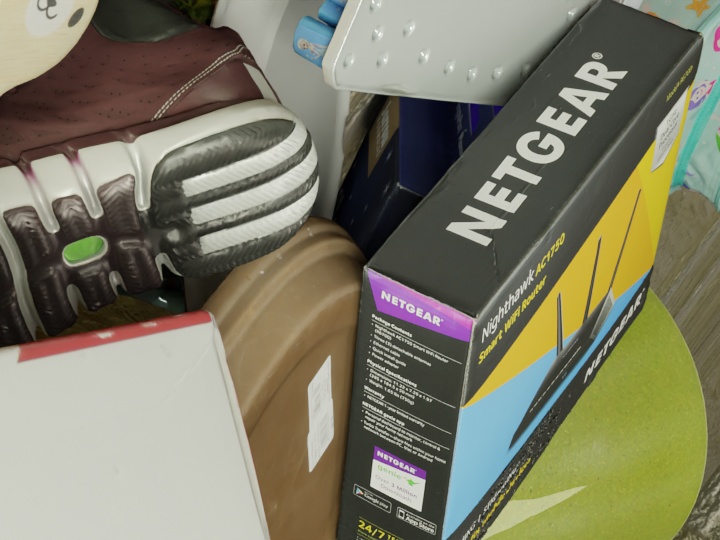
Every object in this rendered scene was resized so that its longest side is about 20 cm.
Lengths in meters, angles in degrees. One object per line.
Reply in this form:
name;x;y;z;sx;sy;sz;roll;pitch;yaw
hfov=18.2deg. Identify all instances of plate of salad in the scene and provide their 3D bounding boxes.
plate of salad;-0.045;-0.052;0.893;0.200;0.048;0.202;9;90;-77

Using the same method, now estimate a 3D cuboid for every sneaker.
sneaker;-0.120;-0.035;0.752;0.198;0.116;0.076;-14;133;-8

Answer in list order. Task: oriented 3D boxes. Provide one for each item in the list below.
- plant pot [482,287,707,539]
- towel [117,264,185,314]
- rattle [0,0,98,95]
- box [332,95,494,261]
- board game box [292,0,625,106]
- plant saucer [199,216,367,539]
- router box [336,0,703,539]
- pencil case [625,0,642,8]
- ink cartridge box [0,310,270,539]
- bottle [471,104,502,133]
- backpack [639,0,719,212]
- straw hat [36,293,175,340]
plant pot;0.040;0.091;1.108;0.199;0.187;0.188;-18;142;-49
towel;-0.096;0.062;1.024;0.172;0.048;0.200;-59;161;16
rattle;-0.088;-0.072;0.656;0.199;0.142;0.131;-20;120;-47
box;0.000;0.000;0.949;0.121;0.032;0.201;-88;-156;-65
board game box;0.068;-0.159;0.834;0.199;0.026;0.201;-2;118;-59
plant saucer;-0.039;0.079;0.800;0.201;0.029;0.201;-54;157;-36
router box;0.062;0.008;0.876;0.200;0.051;0.150;-49;155;-42
pencil case;0.068;-0.146;0.992;0.090;0.084;0.200;-34;169;17
ink cartridge box;-0.147;0.081;0.665;0.199;0.084;0.146;-19;175;43
bottle;0.066;-0.061;1.176;0.084;0.065;0.200;-49;162;0
backpack;0.189;-0.121;1.262;0.199;0.150;0.178;-30;153;-41
straw hat;-0.139;0.075;0.863;0.199;0.085;0.203;-10;121;-17
